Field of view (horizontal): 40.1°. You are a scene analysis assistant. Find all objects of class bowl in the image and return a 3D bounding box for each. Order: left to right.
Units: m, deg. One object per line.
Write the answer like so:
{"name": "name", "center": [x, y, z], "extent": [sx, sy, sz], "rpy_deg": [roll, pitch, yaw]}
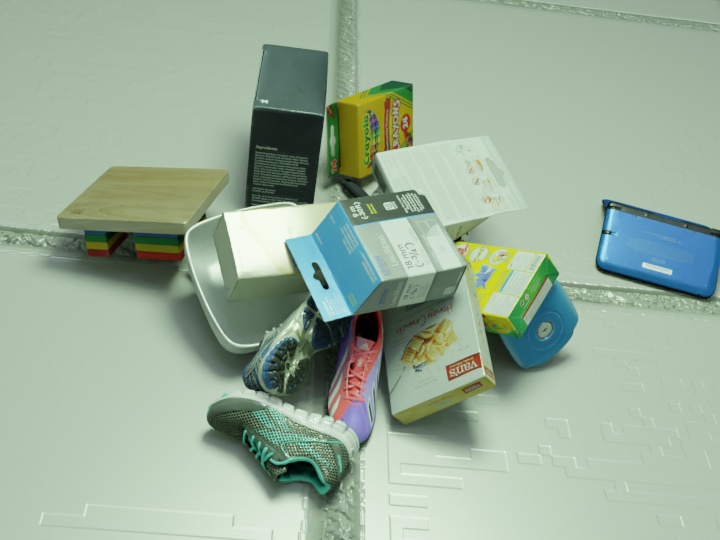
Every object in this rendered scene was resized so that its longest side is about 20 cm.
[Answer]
{"name": "bowl", "center": [-0.143, 0.018, 1.388], "extent": [0.197, 0.075, 0.203], "rpy_deg": [-15, 70, -29]}

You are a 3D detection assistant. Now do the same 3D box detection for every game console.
{"name": "game console", "center": [0.496, -0.041, 1.659], "extent": [0.196, 0.119, 0.174], "rpy_deg": [15, 72, 7]}

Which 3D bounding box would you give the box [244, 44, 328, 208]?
{"name": "box", "center": [-0.120, -0.228, 1.610], "extent": [0.115, 0.203, 0.199], "rpy_deg": [6, 41, -4]}

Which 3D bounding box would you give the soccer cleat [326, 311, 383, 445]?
{"name": "soccer cleat", "center": [-0.003, 0.132, 1.306], "extent": [0.067, 0.074, 0.203], "rpy_deg": [12, 52, -5]}

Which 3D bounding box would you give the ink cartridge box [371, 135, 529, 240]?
{"name": "ink cartridge box", "center": [0.134, -0.122, 1.495], "extent": [0.196, 0.048, 0.162], "rpy_deg": [-11, 55, -19]}

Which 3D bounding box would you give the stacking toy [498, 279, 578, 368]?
{"name": "stacking toy", "center": [0.218, 0.042, 1.459], "extent": [0.116, 0.110, 0.200], "rpy_deg": [-40, 36, -3]}

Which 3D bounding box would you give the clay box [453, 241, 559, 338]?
{"name": "clay box", "center": [0.170, 0.022, 1.394], "extent": [0.198, 0.048, 0.116], "rpy_deg": [10, 58, 51]}

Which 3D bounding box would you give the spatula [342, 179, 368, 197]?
{"name": "spatula", "center": [0.025, -0.096, 1.614], "extent": [0.056, 0.021, 0.201], "rpy_deg": [-18, 47, -26]}

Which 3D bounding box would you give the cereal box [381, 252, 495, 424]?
{"name": "cereal box", "center": [0.098, 0.090, 1.328], "extent": [0.142, 0.039, 0.203], "rpy_deg": [-27, 48, 23]}

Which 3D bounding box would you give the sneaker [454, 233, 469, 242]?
{"name": "sneaker", "center": [0.138, -0.076, 1.555], "extent": [0.072, 0.113, 0.201], "rpy_deg": [17, 41, 8]}

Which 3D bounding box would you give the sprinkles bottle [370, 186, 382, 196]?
{"name": "sprinkles bottle", "center": [0.027, -0.075, 1.509], "extent": [0.067, 0.069, 0.201], "rpy_deg": [20, 43, 12]}

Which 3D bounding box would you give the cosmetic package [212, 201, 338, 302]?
{"name": "cosmetic package", "center": [-0.092, -0.028, 1.346], "extent": [0.196, 0.073, 0.105], "rpy_deg": [-7, 67, -26]}

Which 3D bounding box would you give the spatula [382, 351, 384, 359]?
{"name": "spatula", "center": [0.066, 0.096, 1.414], "extent": [0.196, 0.021, 0.057], "rpy_deg": [-6, 49, -19]}

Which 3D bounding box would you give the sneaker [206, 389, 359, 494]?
{"name": "sneaker", "center": [-0.103, 0.213, 1.212], "extent": [0.196, 0.079, 0.092], "rpy_deg": [14, 45, 9]}

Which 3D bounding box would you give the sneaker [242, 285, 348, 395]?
{"name": "sneaker", "center": [-0.090, 0.088, 1.291], "extent": [0.084, 0.078, 0.200], "rpy_deg": [-15, 21, 39]}

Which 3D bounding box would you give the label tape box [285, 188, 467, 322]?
{"name": "label tape box", "center": [0.020, -0.024, 1.290], "extent": [0.196, 0.064, 0.146], "rpy_deg": [-10, 54, -27]}

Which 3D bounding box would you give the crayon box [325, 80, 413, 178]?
{"name": "crayon box", "center": [0.018, -0.238, 1.682], "extent": [0.050, 0.130, 0.199], "rpy_deg": [16, 30, 33]}

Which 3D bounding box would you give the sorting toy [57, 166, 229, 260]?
{"name": "sorting toy", "center": [-0.315, -0.085, 1.471], "extent": [0.195, 0.071, 0.200], "rpy_deg": [3, 28, 11]}

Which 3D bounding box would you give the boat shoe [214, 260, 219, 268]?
{"name": "boat shoe", "center": [-0.176, -0.045, 1.499], "extent": [0.066, 0.071, 0.199], "rpy_deg": [35, 54, 25]}
